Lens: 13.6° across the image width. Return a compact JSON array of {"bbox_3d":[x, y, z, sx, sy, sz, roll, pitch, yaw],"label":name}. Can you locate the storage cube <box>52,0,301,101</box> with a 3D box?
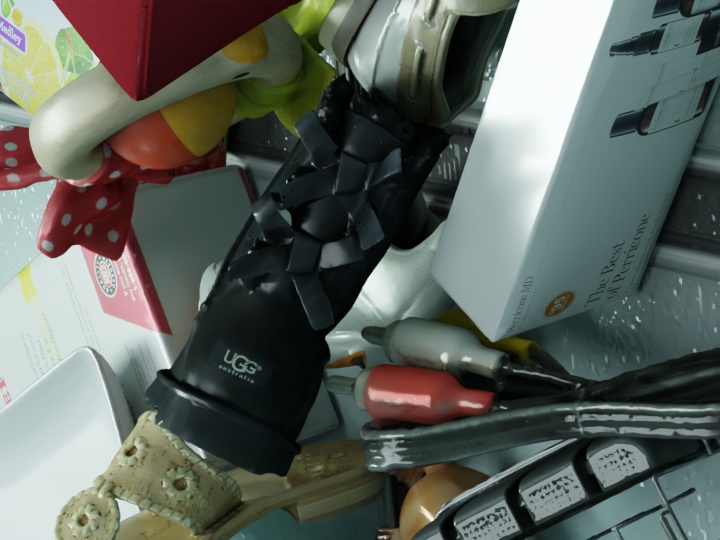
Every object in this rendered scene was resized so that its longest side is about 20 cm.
[{"bbox_3d":[-0.069,-0.210,1.234,0.200,0.171,0.180,50,157,18],"label":"storage cube"}]

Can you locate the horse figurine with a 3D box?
[{"bbox_3d":[0.061,0.145,1.357,0.200,0.050,0.133,55,150,23],"label":"horse figurine"}]

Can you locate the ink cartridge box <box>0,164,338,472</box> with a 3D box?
[{"bbox_3d":[-0.112,0.051,1.545,0.200,0.083,0.146,-34,75,55],"label":"ink cartridge box"}]

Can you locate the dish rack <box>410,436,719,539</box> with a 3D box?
[{"bbox_3d":[0.111,0.169,1.253,0.153,0.054,0.201,-30,82,36],"label":"dish rack"}]

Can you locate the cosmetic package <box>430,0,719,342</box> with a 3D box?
[{"bbox_3d":[0.095,-0.066,1.189,0.051,0.082,0.201,50,140,33],"label":"cosmetic package"}]

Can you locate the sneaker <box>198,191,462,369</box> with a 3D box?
[{"bbox_3d":[0.000,0.000,1.381,0.199,0.075,0.093,10,104,46],"label":"sneaker"}]

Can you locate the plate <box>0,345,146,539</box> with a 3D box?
[{"bbox_3d":[-0.143,0.161,1.509,0.200,0.032,0.200,-35,70,48],"label":"plate"}]

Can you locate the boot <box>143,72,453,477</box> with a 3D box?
[{"bbox_3d":[-0.027,0.002,1.290,0.163,0.073,0.198,-63,1,-2],"label":"boot"}]

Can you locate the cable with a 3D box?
[{"bbox_3d":[0.074,0.046,1.213,0.199,0.097,0.051,-3,112,39],"label":"cable"}]

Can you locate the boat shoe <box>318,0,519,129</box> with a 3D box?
[{"bbox_3d":[0.053,-0.139,1.242,0.068,0.075,0.200,46,140,13],"label":"boat shoe"}]

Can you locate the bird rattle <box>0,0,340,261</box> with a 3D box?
[{"bbox_3d":[-0.091,-0.079,1.364,0.163,0.199,0.113,31,-136,-78],"label":"bird rattle"}]

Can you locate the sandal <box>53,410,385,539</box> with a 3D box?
[{"bbox_3d":[-0.083,0.095,1.390,0.077,0.211,0.070,13,115,53],"label":"sandal"}]

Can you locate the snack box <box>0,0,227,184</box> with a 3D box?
[{"bbox_3d":[-0.130,-0.167,1.499,0.168,0.067,0.201,35,128,46],"label":"snack box"}]
